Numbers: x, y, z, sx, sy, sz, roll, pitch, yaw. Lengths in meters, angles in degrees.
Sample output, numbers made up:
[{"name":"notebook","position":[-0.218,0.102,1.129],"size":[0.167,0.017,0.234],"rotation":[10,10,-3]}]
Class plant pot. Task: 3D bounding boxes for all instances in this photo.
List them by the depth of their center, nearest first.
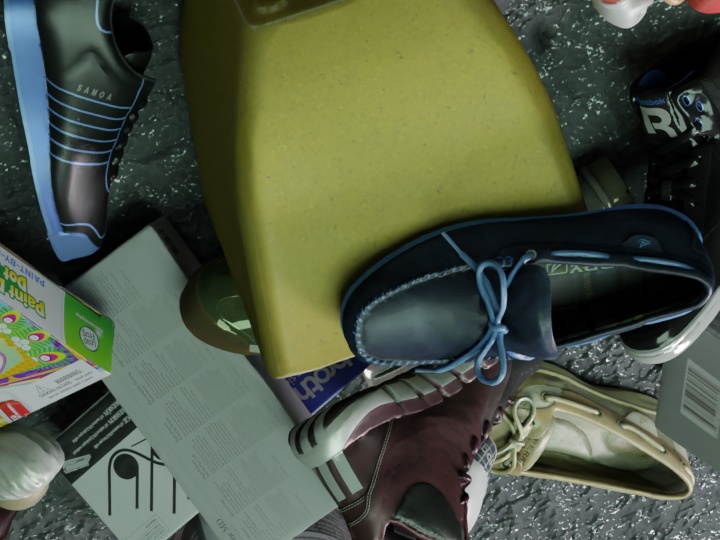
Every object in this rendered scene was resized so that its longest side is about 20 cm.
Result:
[{"name":"plant pot","position":[0.000,-0.098,1.472],"size":[0.195,0.194,0.200],"rotation":[-19,128,-4]}]

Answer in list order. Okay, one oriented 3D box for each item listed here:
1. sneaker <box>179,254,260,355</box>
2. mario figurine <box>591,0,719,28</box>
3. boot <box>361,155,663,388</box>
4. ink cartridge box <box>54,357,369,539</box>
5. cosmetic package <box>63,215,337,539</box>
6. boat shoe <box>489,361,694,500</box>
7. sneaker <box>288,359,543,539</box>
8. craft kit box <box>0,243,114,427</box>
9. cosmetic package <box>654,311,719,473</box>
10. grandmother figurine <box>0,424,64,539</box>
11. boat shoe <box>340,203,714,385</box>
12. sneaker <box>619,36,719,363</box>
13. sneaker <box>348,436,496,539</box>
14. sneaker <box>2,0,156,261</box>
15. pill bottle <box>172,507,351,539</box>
[{"name":"sneaker","position":[0.000,0.000,1.564],"size":[0.200,0.067,0.090],"rotation":[0,150,-26]},{"name":"mario figurine","position":[0.147,-0.212,1.516],"size":[0.200,0.106,0.123],"rotation":[23,156,-23]},{"name":"boot","position":[0.096,0.033,1.698],"size":[0.200,0.073,0.182],"rotation":[-31,120,-1]},{"name":"ink cartridge box","position":[-0.092,0.080,1.652],"size":[0.200,0.044,0.094],"rotation":[-41,90,17]},{"name":"cosmetic package","position":[-0.093,0.073,1.599],"size":[0.082,0.051,0.200],"rotation":[-35,93,10]},{"name":"boat shoe","position":[0.133,0.111,1.784],"size":[0.200,0.063,0.073],"rotation":[15,123,-31]},{"name":"sneaker","position":[0.052,0.113,1.596],"size":[0.200,0.116,0.076],"rotation":[-22,173,-40]},{"name":"craft kit box","position":[-0.278,0.035,1.538],"size":[0.200,0.049,0.197],"rotation":[-26,134,29]},{"name":"cosmetic package","position":[0.285,0.039,1.711],"size":[0.200,0.090,0.107],"rotation":[-28,136,-30]},{"name":"grandmother figurine","position":[-0.232,0.155,1.651],"size":[0.060,0.122,0.200],"rotation":[22,140,-14]},{"name":"boat shoe","position":[0.089,0.009,1.412],"size":[0.199,0.069,0.084],"rotation":[-18,123,-5]},{"name":"sneaker","position":[0.184,-0.053,1.609],"size":[0.112,0.073,0.200],"rotation":[46,62,-37]},{"name":"sneaker","position":[0.037,0.170,1.774],"size":[0.076,0.081,0.200],"rotation":[38,150,-2]},{"name":"sneaker","position":[-0.150,-0.090,1.497],"size":[0.078,0.070,0.200],"rotation":[-9,131,-4]},{"name":"pill bottle","position":[-0.051,0.207,1.705],"size":[0.110,0.200,0.111],"rotation":[-10,134,-11]}]
